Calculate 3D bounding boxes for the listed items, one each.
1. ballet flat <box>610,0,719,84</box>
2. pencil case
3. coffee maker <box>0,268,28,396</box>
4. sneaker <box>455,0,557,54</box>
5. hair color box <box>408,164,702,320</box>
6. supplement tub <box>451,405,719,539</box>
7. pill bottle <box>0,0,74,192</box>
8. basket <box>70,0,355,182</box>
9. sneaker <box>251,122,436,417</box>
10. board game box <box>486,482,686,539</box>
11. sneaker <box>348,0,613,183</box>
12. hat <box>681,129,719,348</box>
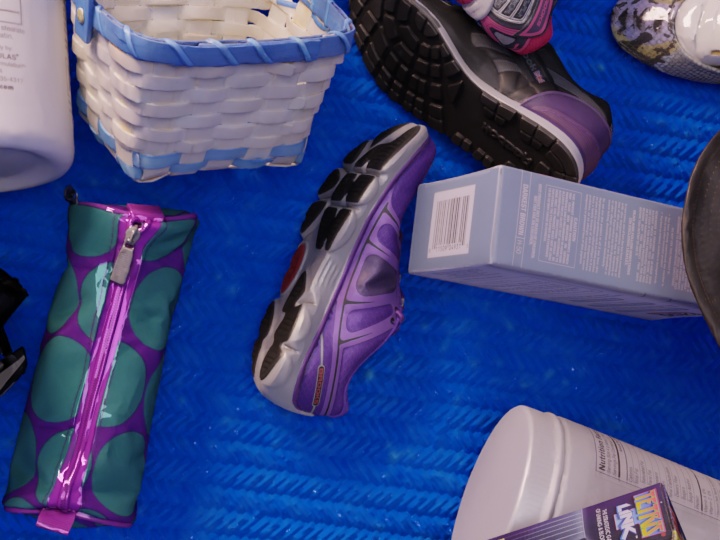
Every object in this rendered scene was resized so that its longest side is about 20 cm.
[{"bbox_3d":[0.273,-0.159,0.908,0.198,0.072,0.073,15,83,-8],"label":"ballet flat"},{"bbox_3d":[-0.159,0.055,0.808,0.084,0.092,0.203,12,85,-8],"label":"pencil case"},{"bbox_3d":[-0.297,0.052,0.728,0.134,0.192,0.201,35,83,15],"label":"coffee maker"},{"bbox_3d":[0.131,-0.224,0.877,0.075,0.080,0.200,45,66,-12],"label":"sneaker"},{"bbox_3d":[0.141,-0.013,0.831,0.198,0.099,0.061,11,82,-26],"label":"hair color box"},{"bbox_3d":[0.168,0.180,0.832,0.198,0.132,0.133,21,82,-7],"label":"supplement tub"},{"bbox_3d":[-0.231,-0.155,0.781,0.113,0.114,0.203,-4,79,-9],"label":"pill bottle"},{"bbox_3d":[-0.090,-0.161,0.774,0.175,0.139,0.202,-6,129,-35],"label":"basket"},{"bbox_3d":[0.000,0.000,0.859,0.083,0.081,0.202,26,88,-23],"label":"sneaker"},{"bbox_3d":[0.131,0.237,0.760,0.164,0.057,0.202,-21,113,12],"label":"board game box"},{"bbox_3d":[0.082,-0.134,0.886,0.200,0.076,0.088,43,52,3],"label":"sneaker"},{"bbox_3d":[0.266,0.003,0.789,0.198,0.081,0.203,3,75,-12],"label":"hat"}]
